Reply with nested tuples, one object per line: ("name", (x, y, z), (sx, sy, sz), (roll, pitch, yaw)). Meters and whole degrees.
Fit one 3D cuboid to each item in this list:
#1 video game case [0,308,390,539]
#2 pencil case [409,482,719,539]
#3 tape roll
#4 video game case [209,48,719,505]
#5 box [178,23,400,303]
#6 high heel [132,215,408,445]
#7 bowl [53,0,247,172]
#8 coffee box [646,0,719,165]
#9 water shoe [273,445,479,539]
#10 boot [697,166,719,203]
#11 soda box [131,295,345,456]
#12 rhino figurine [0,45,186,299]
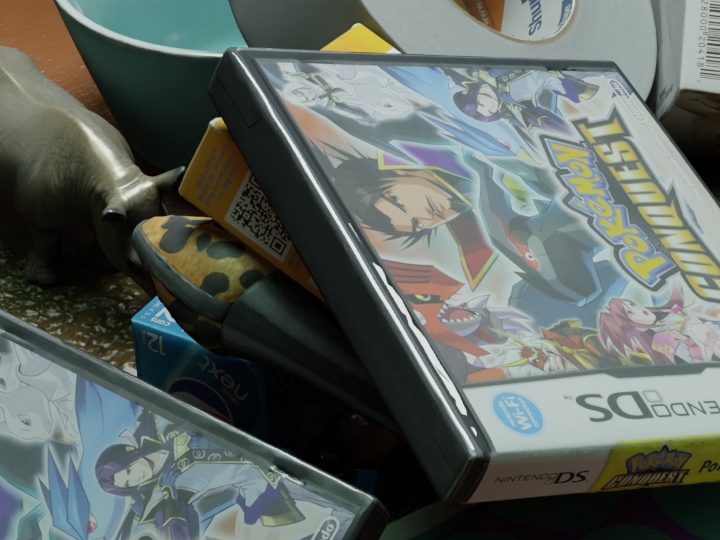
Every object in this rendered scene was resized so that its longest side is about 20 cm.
("video game case", (-0.115, 0.127, 0.875), (0.180, 0.026, 0.200), (25, 77, 23))
("pencil case", (0.069, 0.123, 0.927), (0.200, 0.093, 0.085), (-23, 8, -22))
("tape roll", (0.034, -0.126, 1.129), (0.200, 0.066, 0.201), (26, 46, -30))
("video game case", (0.064, -0.004, 0.925), (0.180, 0.026, 0.200), (-1, 45, -34))
("box", (0.043, -0.005, 0.981), (0.200, 0.042, 0.119), (38, 36, 9))
("high heel", (0.000, 0.000, 1.044), (0.142, 0.072, 0.200), (31, 21, 10))
("bowl", (-0.047, -0.110, 1.255), (0.200, 0.105, 0.201), (-3, 35, 2))
("coffee box", (0.231, -0.090, 1.159), (0.199, 0.114, 0.080), (6, 79, -4))
("water shoe", (-0.026, 0.091, 0.970), (0.200, 0.072, 0.079), (-20, 73, -23))
("boot", (0.140, 0.016, 1.115), (0.166, 0.073, 0.200), (3, 34, 29))
("soda box", (-0.014, 0.005, 1.123), (0.068, 0.064, 0.200), (17, 40, 26))
("rhino figurine", (-0.131, -0.039, 1.174), (0.060, 0.088, 0.200), (-26, 41, -30))
